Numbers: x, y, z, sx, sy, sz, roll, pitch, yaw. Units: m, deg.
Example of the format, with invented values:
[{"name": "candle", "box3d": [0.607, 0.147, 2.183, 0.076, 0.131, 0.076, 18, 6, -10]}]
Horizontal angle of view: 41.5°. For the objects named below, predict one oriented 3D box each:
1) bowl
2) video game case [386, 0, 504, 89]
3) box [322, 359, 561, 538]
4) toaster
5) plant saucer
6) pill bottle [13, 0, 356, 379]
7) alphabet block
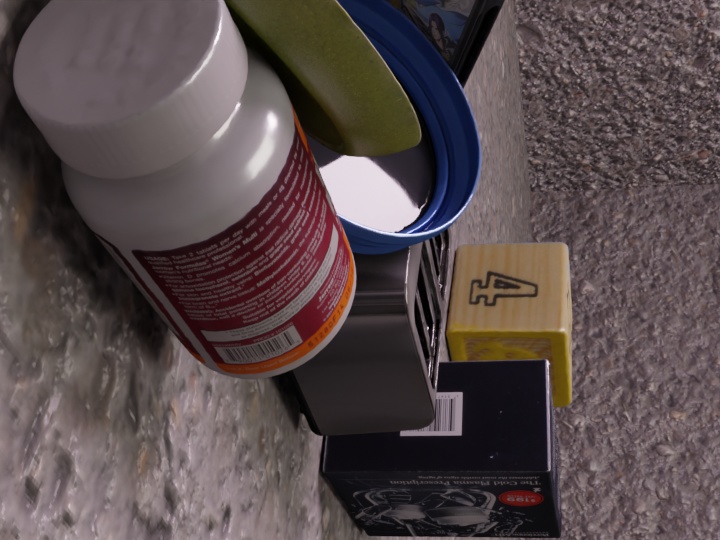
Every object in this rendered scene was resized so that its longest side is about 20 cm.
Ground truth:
[{"name": "bowl", "box3d": [-0.009, -0.104, 0.624, 0.198, 0.039, 0.204, 19, 54, -28]}, {"name": "video game case", "box3d": [0.026, -0.235, 0.689, 0.202, 0.025, 0.181, 57, -23, 15]}, {"name": "box", "box3d": [0.084, 0.171, 0.883, 0.183, 0.196, 0.106, 65, 26, -56]}, {"name": "toaster", "box3d": [0.000, 0.000, 0.729, 0.202, 0.116, 0.183, 72, 21, -48]}, {"name": "plant saucer", "box3d": [-0.052, -0.122, 0.476, 0.031, 0.199, 0.200, -48, 158, -4]}, {"name": "pill bottle", "box3d": [-0.074, -0.039, 0.454, 0.201, 0.107, 0.111, 68, 25, -55]}, {"name": "alphabet block", "box3d": [0.255, 0.090, 1.592, 0.197, 0.192, 0.202, 72, 21, -43]}]
